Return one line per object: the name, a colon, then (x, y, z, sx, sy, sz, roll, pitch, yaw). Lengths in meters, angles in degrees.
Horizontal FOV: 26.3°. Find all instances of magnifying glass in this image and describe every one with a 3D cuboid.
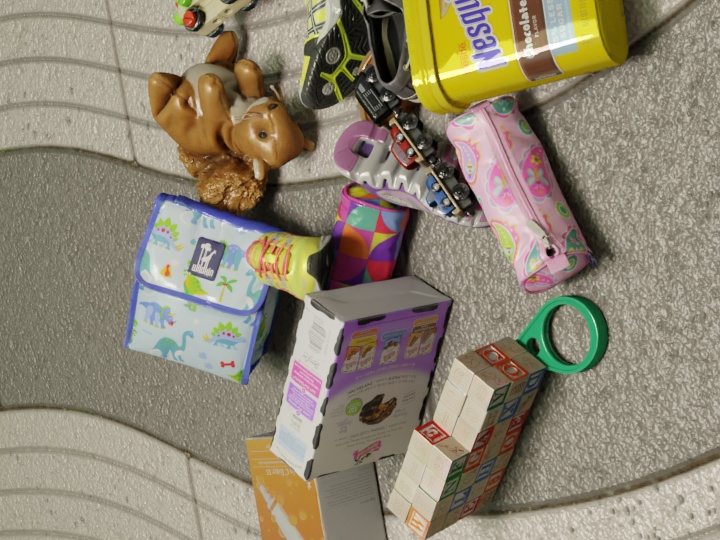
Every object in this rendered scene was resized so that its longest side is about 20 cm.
magnifying glass: (0.179, 0.081, 1.614, 0.200, 0.022, 0.080, -24, 79, 45)

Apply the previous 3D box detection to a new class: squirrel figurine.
squirrel figurine: (-0.146, -0.160, 1.869, 0.186, 0.141, 0.201, 30, 133, 29)

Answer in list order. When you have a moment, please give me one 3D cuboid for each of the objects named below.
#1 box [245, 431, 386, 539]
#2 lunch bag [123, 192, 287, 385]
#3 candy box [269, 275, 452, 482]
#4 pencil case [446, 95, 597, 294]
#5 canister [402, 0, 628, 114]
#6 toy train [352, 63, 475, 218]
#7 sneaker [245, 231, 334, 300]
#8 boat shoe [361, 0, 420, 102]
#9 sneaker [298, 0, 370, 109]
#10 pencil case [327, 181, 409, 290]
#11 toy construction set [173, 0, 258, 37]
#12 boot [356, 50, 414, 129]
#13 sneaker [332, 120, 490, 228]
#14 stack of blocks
box: (-0.050, 0.288, 1.844, 0.124, 0.097, 0.201, -11, 89, 48)
lunch bag: (-0.186, 0.017, 1.880, 0.169, 0.128, 0.201, 17, 115, 5)
candy box: (0.000, 0.118, 1.706, 0.071, 0.167, 0.201, 34, 120, 39)
pencil case: (0.161, -0.076, 1.553, 0.087, 0.087, 0.201, -42, 64, 43)
canister: (0.150, -0.246, 1.495, 0.199, 0.086, 0.150, -11, 80, 29)
toy train: (0.054, -0.130, 1.606, 0.046, 0.034, 0.200, -38, 73, 8)
sneaker: (-0.083, -0.007, 1.726, 0.200, 0.090, 0.079, 179, 101, -78)
boat shoe: (0.035, -0.274, 1.588, 0.072, 0.063, 0.201, -19, 75, 40)
sneaker: (-0.029, -0.282, 1.748, 0.076, 0.075, 0.201, 32, 109, 48)
pencil case: (0.000, 0.000, 1.753, 0.088, 0.088, 0.201, 34, 123, 39)
toy construction set: (-0.174, -0.361, 1.864, 0.200, 0.092, 0.132, -40, 60, 44)
boot: (0.082, -0.214, 1.640, 0.155, 0.076, 0.201, 25, 108, 38)
sneaker: (0.070, -0.096, 1.662, 0.199, 0.089, 0.081, 23, 76, 20)
stack of blocks: (0.110, 0.177, 1.618, 0.059, 0.115, 0.201, 39, 129, 30)
